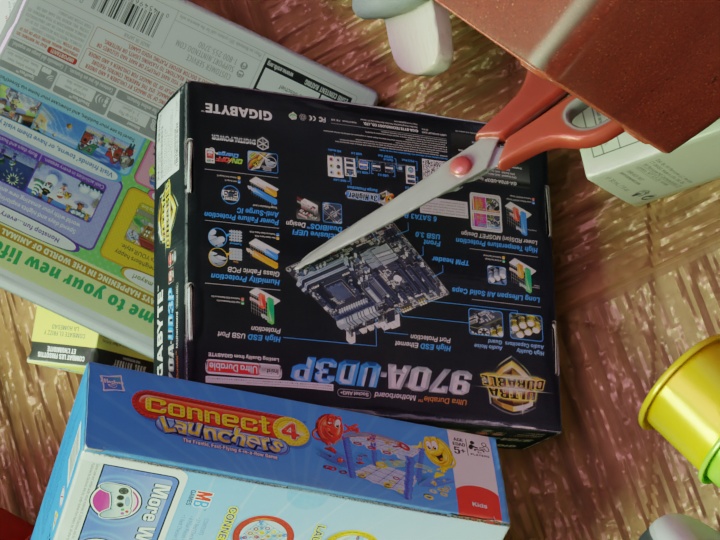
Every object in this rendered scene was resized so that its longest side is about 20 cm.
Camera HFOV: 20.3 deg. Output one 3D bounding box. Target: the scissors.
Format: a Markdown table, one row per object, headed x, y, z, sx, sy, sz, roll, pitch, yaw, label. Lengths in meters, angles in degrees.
| x | y | z | sx | sy | sz | roll | pitch | yaw | label |
| --- | --- | --- | --- | --- | --- | --- | --- | --- | --- |
| 0.061 | -0.051 | 0.937 | 0.200 | 0.014 | 0.073 | -42 | 58 | -11 | scissors |

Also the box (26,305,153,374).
| x | y | z | sx | sy | sz | roll | pitch | yaw | label |
| --- | --- | --- | --- | --- | --- | --- | --- | --- | --- |
| -0.133 | -0.041 | 1.128 | 0.050 | 0.075 | 0.201 | 5 | 84 | 29 | box |

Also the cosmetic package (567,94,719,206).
| x | y | z | sx | sy | sz | roll | pitch | yaw | label |
| --- | --- | --- | --- | --- | --- | --- | --- | --- | --- |
| 0.198 | -0.114 | 0.964 | 0.199 | 0.073 | 0.104 | -18 | 72 | 24 | cosmetic package |

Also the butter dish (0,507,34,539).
| x | y | z | sx | sy | sz | roll | pitch | yaw | label |
| --- | --- | --- | --- | --- | --- | --- | --- | --- | --- |
| -0.264 | 0.184 | 1.067 | 0.148 | 0.200 | 0.200 | 37 | 99 | 3 | butter dish |

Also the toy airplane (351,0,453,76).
| x | y | z | sx | sy | sz | roll | pitch | yaw | label |
| --- | --- | --- | --- | --- | --- | --- | --- | --- | --- |
| 0.016 | -0.227 | 1.045 | 0.200 | 0.141 | 0.200 | 35 | 98 | 29 | toy airplane |

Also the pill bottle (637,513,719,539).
| x | y | z | sx | sy | sz | roll | pitch | yaw | label |
| --- | --- | --- | --- | --- | --- | --- | --- | --- | --- |
| 0.120 | 0.219 | 0.918 | 0.112 | 0.112 | 0.200 | 43 | 101 | 28 | pill bottle |

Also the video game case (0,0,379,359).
| x | y | z | sx | sy | sz | roll | pitch | yaw | label |
| --- | --- | --- | --- | --- | --- | --- | --- | --- | --- |
| -0.116 | -0.055 | 1.078 | 0.199 | 0.022 | 0.183 | 25 | 82 | -4 | video game case |

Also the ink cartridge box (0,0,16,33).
| x | y | z | sx | sy | sz | roll | pitch | yaw | label |
| --- | --- | --- | --- | --- | --- | --- | --- | --- | --- |
| -0.232 | -0.167 | 1.200 | 0.175 | 0.084 | 0.201 | -13 | 74 | 24 | ink cartridge box |

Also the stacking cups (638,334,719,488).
| x | y | z | sx | sy | sz | roll | pitch | yaw | label |
| --- | --- | --- | --- | --- | --- | --- | --- | --- | --- |
| 0.214 | 0.115 | 0.916 | 0.061 | 0.060 | 0.200 | -50 | 62 | 11 | stacking cups |

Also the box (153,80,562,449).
| x | y | z | sx | sy | sz | roll | pitch | yaw | label |
| --- | --- | --- | --- | --- | --- | --- | --- | --- | --- |
| 0.000 | 0.000 | 0.980 | 0.046 | 0.199 | 0.160 | 144 | 128 | -60 | box |

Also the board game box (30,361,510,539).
| x | y | z | sx | sy | sz | roll | pitch | yaw | label |
| --- | --- | --- | --- | --- | --- | --- | --- | --- | --- |
| -0.056 | 0.147 | 0.941 | 0.056 | 0.195 | 0.201 | -96 | 23 | -49 | board game box |

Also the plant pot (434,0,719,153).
| x | y | z | sx | sy | sz | roll | pitch | yaw | label |
| --- | --- | --- | --- | --- | --- | --- | --- | --- | --- |
| 0.111 | -0.170 | 0.874 | 0.200 | 0.200 | 0.177 | 40 | 101 | 33 | plant pot |
